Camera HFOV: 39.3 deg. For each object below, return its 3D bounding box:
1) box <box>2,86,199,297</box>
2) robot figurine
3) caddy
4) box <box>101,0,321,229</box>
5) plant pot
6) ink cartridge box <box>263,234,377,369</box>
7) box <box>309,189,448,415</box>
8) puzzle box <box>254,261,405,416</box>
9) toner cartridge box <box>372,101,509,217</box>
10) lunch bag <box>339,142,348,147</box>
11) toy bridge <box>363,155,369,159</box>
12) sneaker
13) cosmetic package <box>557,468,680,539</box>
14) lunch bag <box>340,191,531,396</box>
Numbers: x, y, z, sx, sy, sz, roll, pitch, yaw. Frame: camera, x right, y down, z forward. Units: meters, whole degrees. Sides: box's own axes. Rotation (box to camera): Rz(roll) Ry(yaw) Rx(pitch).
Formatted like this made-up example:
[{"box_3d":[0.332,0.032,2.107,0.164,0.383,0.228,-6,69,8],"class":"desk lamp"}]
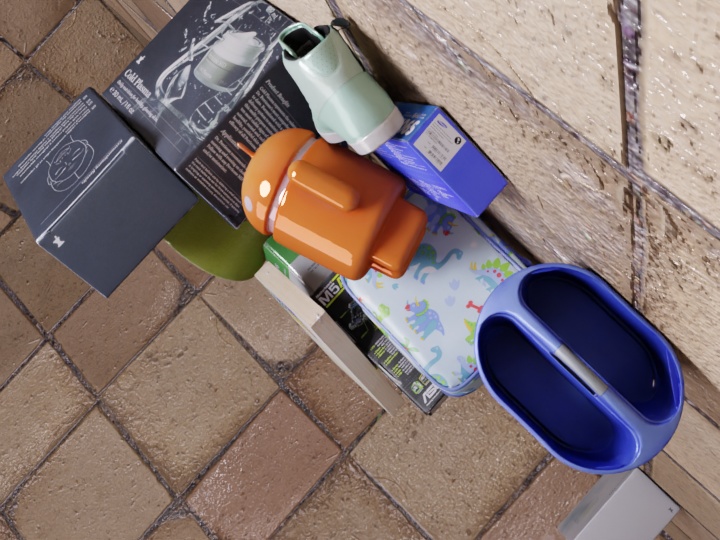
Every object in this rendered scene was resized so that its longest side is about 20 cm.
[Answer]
[{"box_3d":[-0.291,-0.092,1.115,0.107,0.149,0.200,45,178,-37],"class":"box"},{"box_3d":[-0.033,-0.065,1.000,0.198,0.118,0.144,27,-151,6],"class":"robot figurine"},{"box_3d":[0.192,0.086,0.901,0.200,0.142,0.105,43,-177,6],"class":"caddy"},{"box_3d":[-0.146,-0.191,1.108,0.200,0.197,0.124,41,176,41],"class":"box"},{"box_3d":[-0.141,-0.125,1.244,0.186,0.200,0.188,34,-155,-18],"class":"plant pot"},{"box_3d":[0.000,0.000,1.243,0.200,0.146,0.083,44,165,14],"class":"ink cartridge box"},{"box_3d":[0.075,0.027,1.153,0.193,0.200,0.048,42,176,15],"class":"box"},{"box_3d":[-0.034,0.081,1.174,0.133,0.025,0.200,39,171,46],"class":"puzzle box"},{"box_3d":[0.058,-0.109,0.938,0.095,0.043,0.200,45,178,-19],"class":"toner cartridge box"},{"box_3d":[-0.088,-0.199,1.389,0.161,0.083,0.200,44,177,7],"class":"lunch bag"},{"box_3d":[-0.003,-0.127,1.401,0.027,0.068,0.200,8,173,8],"class":"toy bridge"},{"box_3d":[-0.027,-0.178,0.912,0.119,0.073,0.200,52,178,-18],"class":"sneaker"},{"box_3d":[0.519,0.504,2.047,0.123,0.200,0.200,42,178,5],"class":"cosmetic package"},{"box_3d":[0.092,0.020,1.072,0.200,0.161,0.082,45,-177,20],"class":"lunch bag"}]
